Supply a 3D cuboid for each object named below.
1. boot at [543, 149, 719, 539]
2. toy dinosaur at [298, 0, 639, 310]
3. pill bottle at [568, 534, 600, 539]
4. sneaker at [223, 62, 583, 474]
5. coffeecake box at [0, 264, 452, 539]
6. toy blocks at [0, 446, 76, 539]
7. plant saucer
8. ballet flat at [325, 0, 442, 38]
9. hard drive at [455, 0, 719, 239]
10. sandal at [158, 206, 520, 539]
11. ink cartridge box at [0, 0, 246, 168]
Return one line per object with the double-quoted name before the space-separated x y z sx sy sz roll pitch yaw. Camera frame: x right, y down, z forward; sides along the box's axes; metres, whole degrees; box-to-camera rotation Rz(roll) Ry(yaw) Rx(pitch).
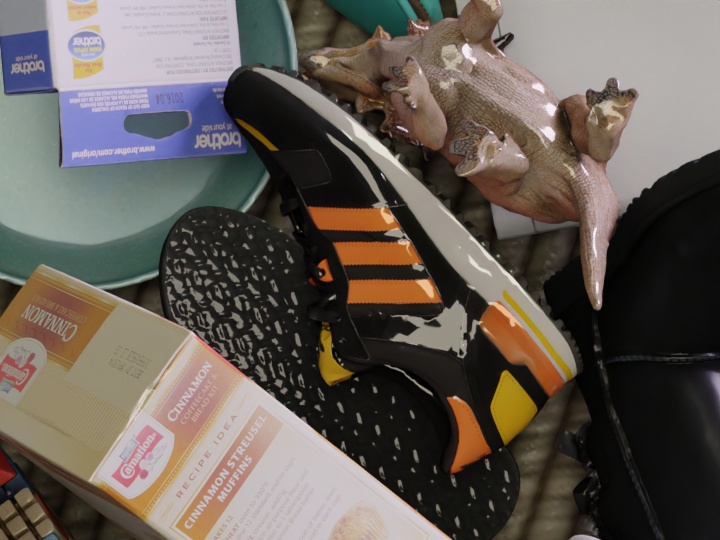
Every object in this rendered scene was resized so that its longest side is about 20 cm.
"boot" 0.150 0.052 1.279 0.073 0.198 0.163 -3 68 -29
"toy dinosaur" 0.061 -0.060 1.288 0.086 0.136 0.200 -39 68 -9
"pill bottle" 0.059 0.209 1.173 0.116 0.116 0.200 39 75 5
"sneaker" 0.000 0.000 1.299 0.200 0.070 0.090 44 83 0
"coffeecake box" -0.053 0.093 1.242 0.200 0.153 0.073 40 80 -29
"toy blocks" -0.127 0.147 1.244 0.100 0.137 0.200 -36 55 -5
"plant saucer" -0.127 -0.087 1.373 0.198 0.036 0.201 0 80 0
"ballet flat" -0.028 -0.184 1.378 0.200 0.067 0.071 37 64 3
"hard drive" 0.146 -0.096 1.340 0.199 0.027 0.133 -10 89 18
"sandal" -0.018 0.054 1.345 0.200 0.048 0.075 43 69 -8
"ink cartridge box" -0.107 -0.146 1.297 0.042 0.119 0.201 -6 92 40
